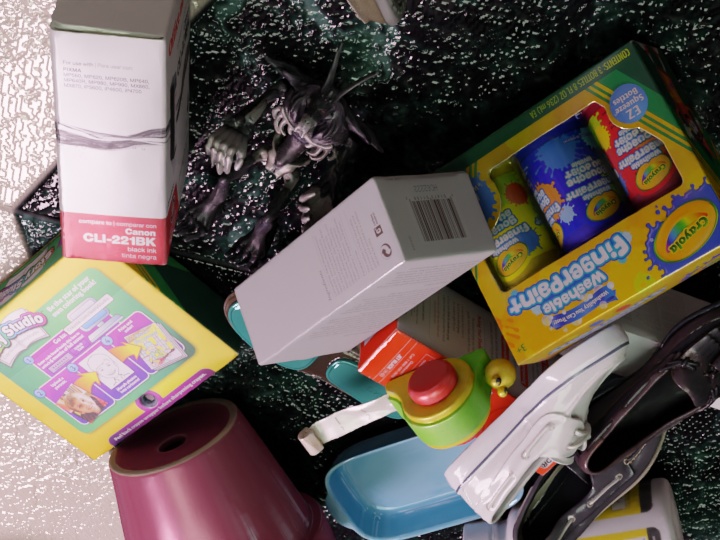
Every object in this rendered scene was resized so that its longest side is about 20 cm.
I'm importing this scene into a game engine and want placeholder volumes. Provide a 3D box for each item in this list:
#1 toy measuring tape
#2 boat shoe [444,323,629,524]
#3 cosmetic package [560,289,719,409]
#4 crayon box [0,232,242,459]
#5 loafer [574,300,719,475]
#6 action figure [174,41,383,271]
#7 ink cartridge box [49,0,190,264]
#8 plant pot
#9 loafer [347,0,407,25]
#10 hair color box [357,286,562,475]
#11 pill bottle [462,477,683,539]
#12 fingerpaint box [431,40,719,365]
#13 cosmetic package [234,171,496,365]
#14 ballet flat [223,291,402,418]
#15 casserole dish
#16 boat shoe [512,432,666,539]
[{"bbox_3d":[0.037,0.122,1.217,0.199,0.074,0.074,-24,123,19],"label":"toy measuring tape"},{"bbox_3d":[0.154,0.126,1.210,0.065,0.073,0.200,50,119,15],"label":"boat shoe"},{"bbox_3d":[0.228,0.048,1.267,0.199,0.083,0.051,20,126,-10],"label":"cosmetic package"},{"bbox_3d":[-0.232,0.057,1.323,0.200,0.058,0.172,-36,117,27],"label":"crayon box"},{"bbox_3d":[0.253,0.099,1.210,0.200,0.063,0.072,-38,114,20],"label":"loafer"},{"bbox_3d":[-0.062,-0.082,1.176,0.119,0.102,0.200,34,125,-7],"label":"action figure"},{"bbox_3d":[-0.175,-0.128,1.119,0.083,0.145,0.201,4,129,-1],"label":"ink cartridge box"},{"bbox_3d":[-0.138,0.226,1.378,0.199,0.200,0.180,-15,110,15],"label":"plant pot"},{"bbox_3d":[-0.033,-0.255,1.064,0.069,0.075,0.200,-19,121,32],"label":"loafer"},{"bbox_3d":[0.096,0.084,1.292,0.199,0.102,0.061,30,123,-18],"label":"hair color box"},{"bbox_3d":[0.203,0.268,1.421,0.199,0.115,0.115,-12,127,14],"label":"pill bottle"},{"bbox_3d":[0.174,-0.048,1.143,0.199,0.073,0.168,-32,76,27],"label":"fingerpaint box"},{"bbox_3d":[0.000,0.000,1.171,0.101,0.072,0.200,-6,159,-42],"label":"cosmetic package"},{"bbox_3d":[-0.031,0.060,1.305,0.199,0.067,0.068,34,128,-20],"label":"ballet flat"},{"bbox_3d":[0.061,0.191,1.420,0.199,0.039,0.121,-19,125,19],"label":"casserole dish"},{"bbox_3d":[0.205,0.178,1.337,0.073,0.063,0.200,40,98,20],"label":"boat shoe"}]
